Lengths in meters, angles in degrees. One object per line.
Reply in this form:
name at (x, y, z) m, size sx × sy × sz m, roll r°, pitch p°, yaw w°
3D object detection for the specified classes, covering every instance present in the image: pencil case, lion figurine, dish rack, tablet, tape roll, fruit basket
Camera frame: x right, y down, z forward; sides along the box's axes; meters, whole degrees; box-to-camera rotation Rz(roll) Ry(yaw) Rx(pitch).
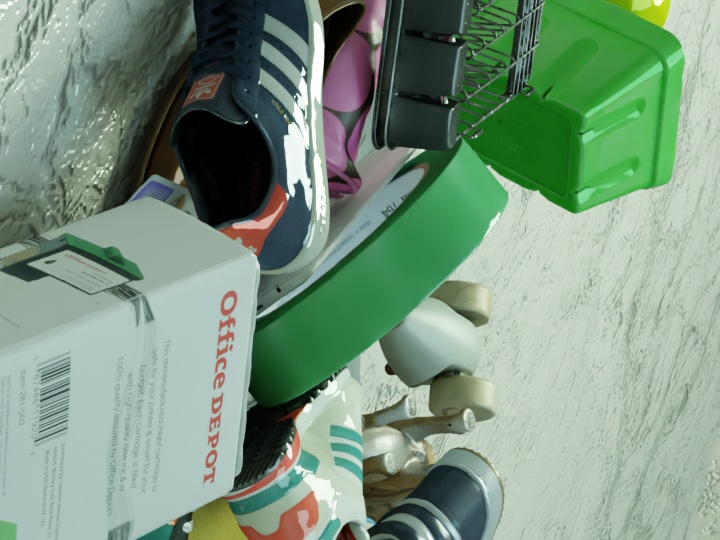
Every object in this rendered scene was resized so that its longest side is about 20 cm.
pencil case at (-0.008, -0.146, 1.414) m, size 0.094 × 0.090 × 0.201 m, roll 37°, pitch 70°, yaw -53°
lion figurine at (0.001, 0.125, 1.573) m, size 0.200 × 0.122 × 0.073 m, roll 28°, pitch 56°, yaw -56°
dish rack at (0.071, -0.162, 1.424) m, size 0.200 × 0.054 × 0.154 m, roll -39°, pitch 140°, yaw -62°
tablet at (-0.029, -0.025, 1.459) m, size 0.130 × 0.014 × 0.200 m, roll -34°, pitch -168°, yaw 42°
tape roll at (0.000, 0.000, 1.423) m, size 0.200 × 0.048 × 0.200 m, roll -40°, pitch -172°, yaw 7°
fruit basket at (0.153, -0.163, 1.668) m, size 0.216 × 0.214 × 0.156 m, roll -54°, pitch 154°, yaw -42°

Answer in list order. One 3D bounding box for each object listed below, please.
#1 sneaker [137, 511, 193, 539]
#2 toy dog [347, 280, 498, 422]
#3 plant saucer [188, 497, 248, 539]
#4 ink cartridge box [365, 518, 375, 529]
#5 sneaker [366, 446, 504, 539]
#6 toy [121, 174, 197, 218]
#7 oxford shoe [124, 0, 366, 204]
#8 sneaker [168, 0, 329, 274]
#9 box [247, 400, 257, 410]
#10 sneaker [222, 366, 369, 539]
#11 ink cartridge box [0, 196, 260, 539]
sneaker at (-0.120, 0.128, 1.295) m, size 0.200 × 0.080 × 0.071 m, roll -48°, pitch -173°, yaw -24°
toy dog at (0.012, 0.041, 1.620) m, size 0.200 × 0.096 × 0.132 m, roll 43°, pitch 48°, yaw -31°
plant saucer at (-0.109, 0.182, 1.407) m, size 0.200 × 0.048 × 0.201 m, roll 32°, pitch 78°, yaw -56°
ink cartridge box at (-0.016, 0.259, 1.633) m, size 0.200 × 0.085 × 0.147 m, roll -8°, pitch 114°, yaw -69°
sneaker at (0.035, 0.218, 1.516) m, size 0.108 × 0.070 × 0.201 m, roll -39°, pitch 145°, yaw -44°
toy at (-0.105, 0.017, 1.293) m, size 0.115 × 0.047 × 0.200 m, roll -47°, pitch 159°, yaw 6°
oxford shoe at (-0.066, -0.090, 1.318) m, size 0.201 × 0.071 × 0.071 m, roll -58°, pitch 160°, yaw -13°
sneaker at (-0.067, -0.100, 1.239) m, size 0.084 × 0.075 × 0.201 m, roll 11°, pitch 64°, yaw -54°
box at (-0.084, 0.190, 1.570) m, size 0.156 × 0.041 × 0.201 m, roll -24°, pitch 128°, yaw -66°
sneaker at (-0.030, 0.126, 1.390) m, size 0.094 × 0.070 × 0.200 m, roll 63°, pitch 16°, yaw -8°
ink cartridge box at (-0.150, 0.065, 1.130) m, size 0.199 × 0.084 × 0.147 m, roll -23°, pitch 130°, yaw -45°
